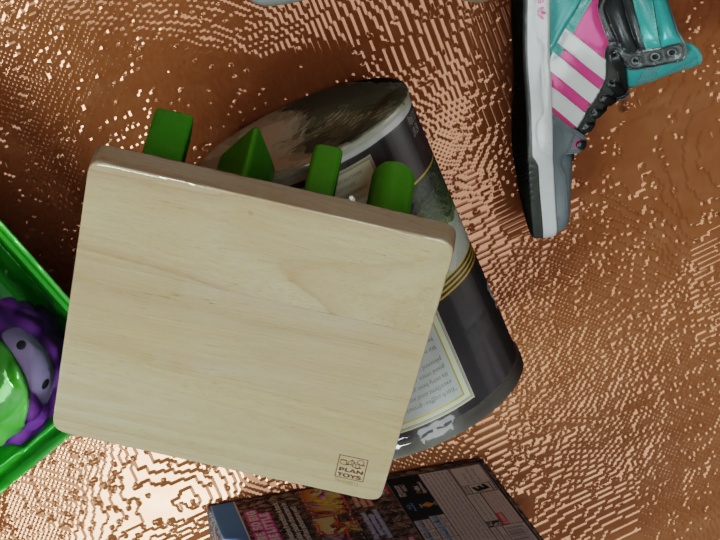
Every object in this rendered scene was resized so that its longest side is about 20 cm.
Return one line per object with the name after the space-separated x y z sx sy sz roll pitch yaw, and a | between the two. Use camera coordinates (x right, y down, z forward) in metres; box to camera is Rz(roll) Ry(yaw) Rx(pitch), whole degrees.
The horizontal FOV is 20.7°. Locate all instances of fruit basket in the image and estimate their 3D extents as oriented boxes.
-0.251 0.046 1.167 0.155 0.216 0.216 -40 111 0 | fruit basket

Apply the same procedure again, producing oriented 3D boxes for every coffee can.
0.000 0.000 1.242 0.146 0.146 0.200 -26 110 -5 | coffee can

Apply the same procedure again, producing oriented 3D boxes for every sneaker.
0.161 -0.121 1.285 0.120 0.084 0.200 -2 105 -3 | sneaker

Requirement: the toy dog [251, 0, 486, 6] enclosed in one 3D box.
0.016 -0.221 1.207 0.200 0.096 0.132 -2 150 -42 | toy dog

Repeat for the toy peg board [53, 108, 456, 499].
-0.060 0.011 1.136 0.200 0.098 0.199 13 128 -2 | toy peg board

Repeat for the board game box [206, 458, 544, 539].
0.012 0.212 1.300 0.200 0.159 0.097 -9 108 -10 | board game box
